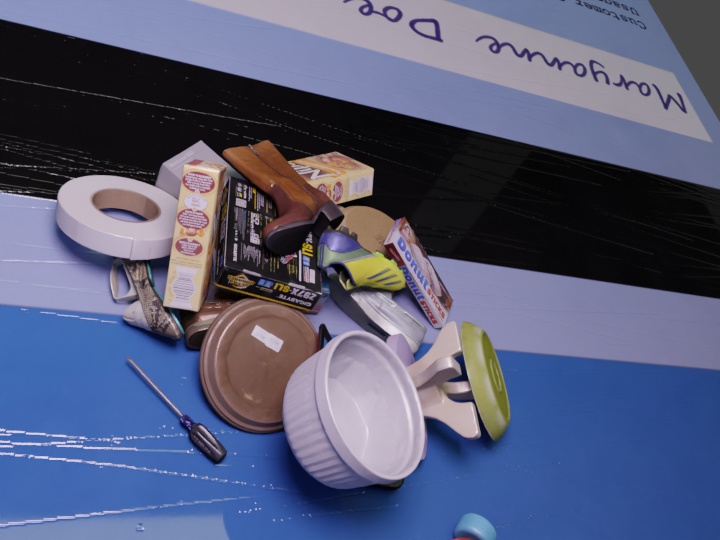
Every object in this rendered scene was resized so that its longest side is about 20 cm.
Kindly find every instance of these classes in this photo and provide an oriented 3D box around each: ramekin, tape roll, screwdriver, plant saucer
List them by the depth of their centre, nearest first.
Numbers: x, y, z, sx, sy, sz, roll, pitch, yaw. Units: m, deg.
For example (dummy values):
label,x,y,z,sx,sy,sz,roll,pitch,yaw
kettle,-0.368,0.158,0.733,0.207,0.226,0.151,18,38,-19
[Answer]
label,x,y,z,sx,sy,sz,roll,pitch,yaw
ramekin,-0.014,0.192,0.979,0.199,0.104,0.203,35,41,-36
screwdriver,-0.263,0.195,1.034,0.199,0.029,0.028,41,47,10
plant saucer,-0.139,0.137,1.085,0.197,0.029,0.204,5,79,-27
tape roll,-0.365,-0.085,1.132,0.200,0.037,0.204,18,26,-9
plant saucer,0.212,0.179,1.217,0.200,0.031,0.203,-17,91,-73

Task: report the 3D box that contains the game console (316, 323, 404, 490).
label,x,y,z,sx,sy,sz,roll,pitch,yaw
game console,0.001,0.204,1.103,0.169,0.119,0.202,12,51,-12

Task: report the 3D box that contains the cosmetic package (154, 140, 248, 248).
label,x,y,z,sx,sy,sz,roll,pitch,yaw
cosmetic package,-0.240,-0.113,1.240,0.199,0.090,0.107,41,44,1

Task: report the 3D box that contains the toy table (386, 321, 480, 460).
label,x,y,z,sx,sy,sz,roll,pitch,yaw
toy table,0.116,0.185,1.150,0.184,0.115,0.203,30,46,-66

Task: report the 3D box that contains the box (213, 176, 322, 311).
label,x,y,z,sx,sy,sz,roll,pitch,yaw
box,-0.142,-0.045,1.143,0.158,0.049,0.202,18,43,-25

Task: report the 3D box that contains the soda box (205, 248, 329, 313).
label,x,y,z,sx,sy,sz,roll,pitch,yaw
soda box,-0.153,0.019,1.197,0.197,0.069,0.064,7,52,-24

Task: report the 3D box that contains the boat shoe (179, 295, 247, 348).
label,x,y,z,sx,sy,sz,roll,pitch,yaw
boat shoe,-0.182,0.069,1.141,0.197,0.072,0.069,0,50,-35

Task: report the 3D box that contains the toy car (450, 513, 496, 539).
label,x,y,z,sx,sy,sz,roll,pitch,yaw
toy car,0.195,0.422,0.989,0.176,0.201,0.184,40,46,5

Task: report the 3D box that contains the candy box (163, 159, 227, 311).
label,x,y,z,sx,sy,sz,roll,pitch,yaw
candy box,-0.239,-0.054,1.065,0.054,0.203,0.116,10,10,-8

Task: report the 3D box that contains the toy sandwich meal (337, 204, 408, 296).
label,x,y,z,sx,sy,sz,roll,pitch,yaw
toy sandwich meal,0.014,-0.035,1.341,0.203,0.070,0.207,25,40,-23

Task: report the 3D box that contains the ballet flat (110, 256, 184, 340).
label,x,y,z,sx,sy,sz,roll,pitch,yaw
ballet flat,-0.330,0.035,1.100,0.074,0.068,0.201,-23,61,-16

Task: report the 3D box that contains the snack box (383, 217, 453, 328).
label,x,y,z,sx,sy,sz,roll,pitch,yaw
snack box,0.106,0.006,1.313,0.201,0.024,0.072,57,40,-27

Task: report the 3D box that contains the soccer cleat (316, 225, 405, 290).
label,x,y,z,sx,sy,sz,roll,pitch,yaw
soccer cleat,-0.001,0.000,1.182,0.199,0.064,0.085,32,69,-44

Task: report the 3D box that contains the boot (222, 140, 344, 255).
label,x,y,z,sx,sy,sz,roll,pitch,yaw
boot,-0.140,-0.127,1.136,0.200,0.069,0.188,45,40,12

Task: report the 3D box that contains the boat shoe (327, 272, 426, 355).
label,x,y,z,sx,sy,sz,roll,pitch,yaw
boat shoe,0.029,0.062,1.260,0.200,0.070,0.072,40,63,-4

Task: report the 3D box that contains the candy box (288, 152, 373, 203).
label,x,y,z,sx,sy,sz,roll,pitch,yaw
candy box,-0.086,-0.162,1.344,0.198,0.056,0.115,-18,34,-38
